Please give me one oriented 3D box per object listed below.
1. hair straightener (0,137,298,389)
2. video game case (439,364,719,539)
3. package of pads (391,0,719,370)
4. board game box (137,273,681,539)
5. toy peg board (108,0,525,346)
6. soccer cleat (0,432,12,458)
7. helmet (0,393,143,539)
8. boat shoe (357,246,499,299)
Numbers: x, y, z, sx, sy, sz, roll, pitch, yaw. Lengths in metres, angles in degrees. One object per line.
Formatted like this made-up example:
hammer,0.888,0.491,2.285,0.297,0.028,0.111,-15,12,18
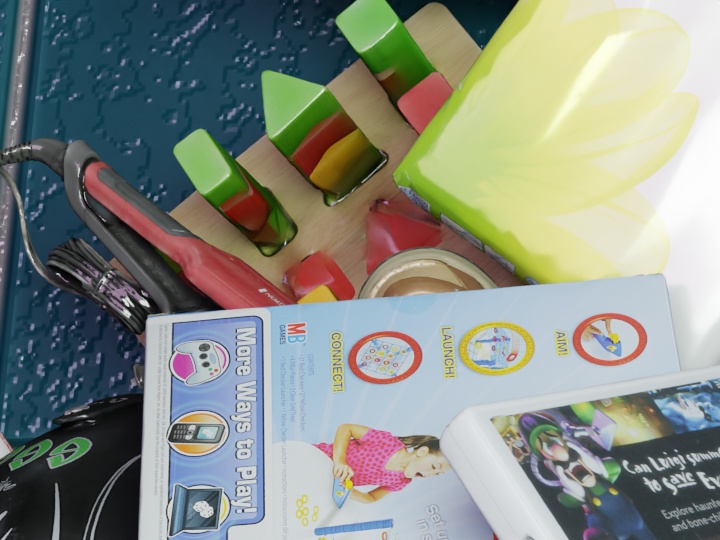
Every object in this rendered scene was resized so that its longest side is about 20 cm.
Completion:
hair straightener,-0.088,0.015,1.157,0.200,0.041,0.077,36,116,21
video game case,0.143,0.109,0.928,0.182,0.199,0.023,57,132,26
package of pads,0.133,-0.068,1.114,0.154,0.068,0.200,37,94,12
board game box,0.022,0.095,0.991,0.195,0.056,0.200,-4,43,2
toy peg board,0.000,0.000,1.199,0.200,0.098,0.199,-39,63,3
soccer cleat,-0.235,0.133,1.257,0.199,0.069,0.085,-27,55,5
helmet,-0.098,0.168,1.104,0.199,0.201,0.191,12,44,23
boat shoe,0.070,0.078,1.117,0.076,0.074,0.200,-44,94,3
